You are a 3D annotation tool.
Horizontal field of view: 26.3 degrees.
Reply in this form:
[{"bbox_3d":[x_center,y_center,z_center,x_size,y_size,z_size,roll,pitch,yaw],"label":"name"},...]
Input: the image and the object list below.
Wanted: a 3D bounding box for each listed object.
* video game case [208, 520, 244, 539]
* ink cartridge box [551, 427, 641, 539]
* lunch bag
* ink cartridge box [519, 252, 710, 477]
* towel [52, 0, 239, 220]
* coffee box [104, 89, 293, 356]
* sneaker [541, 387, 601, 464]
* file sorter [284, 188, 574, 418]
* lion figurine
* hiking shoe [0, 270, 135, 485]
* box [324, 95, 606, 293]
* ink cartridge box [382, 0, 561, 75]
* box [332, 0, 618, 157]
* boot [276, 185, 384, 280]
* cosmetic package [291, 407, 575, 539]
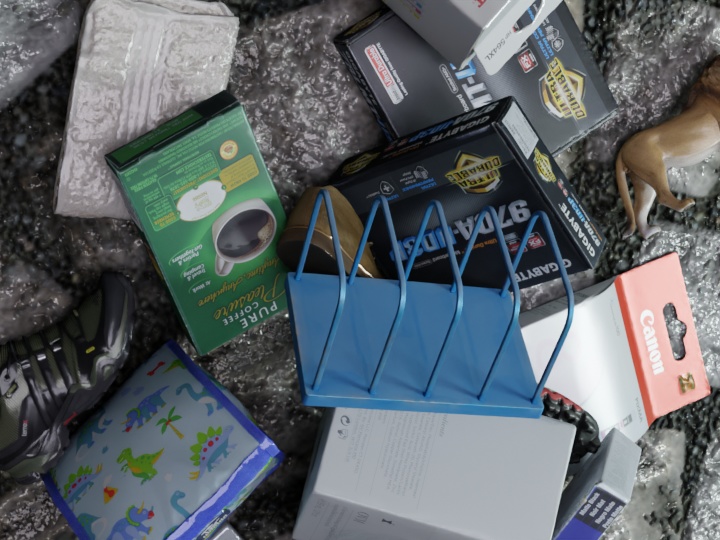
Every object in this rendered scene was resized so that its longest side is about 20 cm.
[{"bbox_3d":[-0.143,0.360,1.425,0.200,0.023,0.182,-42,111,-7],"label":"video game case"},{"bbox_3d":[0.177,0.255,1.399,0.041,0.200,0.200,36,110,6],"label":"ink cartridge box"},{"bbox_3d":[-0.159,0.172,1.285,0.170,0.200,0.127,-46,113,-6],"label":"lunch bag"},{"bbox_3d":[0.247,0.091,1.494,0.199,0.057,0.163,-20,107,-10],"label":"ink cartridge box"},{"bbox_3d":[-0.181,-0.136,1.303,0.132,0.034,0.201,7,99,-20],"label":"towel"},{"bbox_3d":[-0.126,-0.037,1.310,0.123,0.044,0.201,-31,125,-14],"label":"coffee box"},{"bbox_3d":[0.127,0.118,1.423,0.199,0.098,0.071,18,111,-11],"label":"sneaker"},{"bbox_3d":[0.055,0.023,1.232,0.199,0.139,0.123,5,133,-16],"label":"file sorter"},{"bbox_3d":[0.307,-0.121,1.456,0.199,0.073,0.123,-27,75,-5],"label":"lion figurine"},{"bbox_3d":[-0.266,0.080,1.296,0.100,0.076,0.201,30,91,-25],"label":"hiking shoe"},{"bbox_3d":[0.089,-0.050,1.337,0.159,0.199,0.046,54,43,-21],"label":"box"},{"bbox_3d":[0.078,-0.274,1.278,0.200,0.125,0.129,41,81,1],"label":"ink cartridge box"},{"bbox_3d":[0.106,-0.175,1.389,0.198,0.050,0.201,-34,109,-11],"label":"box"},{"bbox_3d":[0.000,0.000,1.363,0.200,0.073,0.076,51,44,-44],"label":"boot"},{"bbox_3d":[0.057,0.184,1.321,0.199,0.200,0.124,15,69,-2],"label":"cosmetic package"}]
